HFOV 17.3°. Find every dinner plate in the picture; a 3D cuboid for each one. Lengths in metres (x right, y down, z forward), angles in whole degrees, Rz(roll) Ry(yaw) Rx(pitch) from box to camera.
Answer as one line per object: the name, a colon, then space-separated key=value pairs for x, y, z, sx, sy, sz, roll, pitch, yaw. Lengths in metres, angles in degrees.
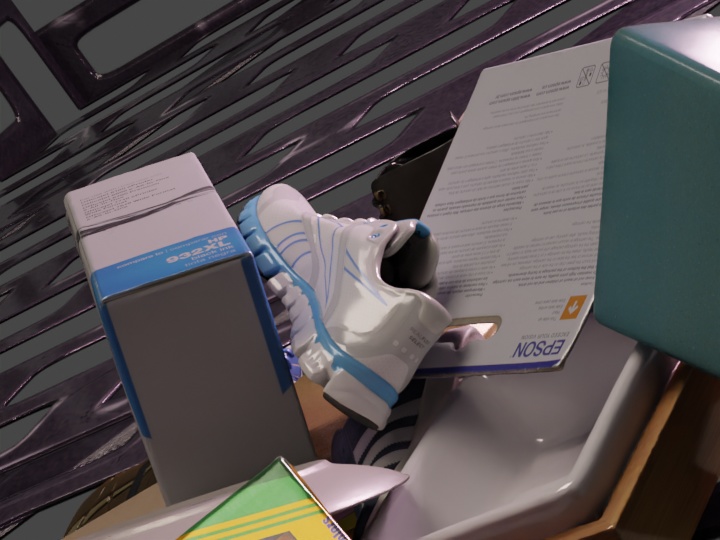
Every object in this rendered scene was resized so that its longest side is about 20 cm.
dinner plate: x=-0.075 y=0.118 z=1.091 sx=0.200 sy=0.024 sz=0.200 roll=-17 pitch=-3 yaw=-1

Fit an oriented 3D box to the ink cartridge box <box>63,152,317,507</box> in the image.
ink cartridge box: x=-0.092 y=0.037 z=1.266 sx=0.084 sy=0.145 sz=0.200 roll=-20 pitch=20 yaw=-6

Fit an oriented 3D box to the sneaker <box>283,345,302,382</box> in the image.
sneaker: x=-0.073 y=0.086 z=1.539 sx=0.200 sy=0.076 sz=0.077 roll=-131 pitch=51 yaw=-74

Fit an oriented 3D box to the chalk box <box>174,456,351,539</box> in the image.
chalk box: x=-0.060 y=0.201 z=0.958 sx=0.200 sy=0.125 sz=0.124 roll=-36 pitch=53 yaw=-9

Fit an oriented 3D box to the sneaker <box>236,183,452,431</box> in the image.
sneaker: x=0.000 y=0.000 z=1.226 sx=0.087 sy=0.075 sz=0.200 roll=-46 pitch=35 yaw=10

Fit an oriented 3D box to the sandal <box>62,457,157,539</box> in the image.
sandal: x=-0.105 y=0.136 z=1.382 sx=0.200 sy=0.054 sz=0.080 roll=-36 pitch=21 yaw=37

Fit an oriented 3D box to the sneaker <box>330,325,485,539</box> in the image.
sneaker: x=0.017 y=0.115 z=1.221 sx=0.084 sy=0.075 sz=0.200 roll=-18 pitch=30 yaw=31

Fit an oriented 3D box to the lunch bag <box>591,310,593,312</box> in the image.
lunch bag: x=0.205 y=-0.051 z=1.274 sx=0.200 sy=0.127 sz=0.170 roll=-41 pitch=9 yaw=29

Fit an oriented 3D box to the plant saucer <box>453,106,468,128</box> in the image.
plant saucer: x=0.070 y=-0.044 z=1.615 sx=0.201 sy=0.037 sz=0.200 roll=-59 pitch=-9 yaw=-16

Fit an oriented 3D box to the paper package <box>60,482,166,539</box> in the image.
paper package: x=-0.156 y=0.226 z=1.252 sx=0.190 sy=0.104 sz=0.200 roll=-30 pitch=15 yaw=20

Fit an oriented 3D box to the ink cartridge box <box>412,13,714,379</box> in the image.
ink cartridge box: x=0.094 y=-0.024 z=1.201 sx=0.199 sy=0.041 sz=0.200 roll=-6 pitch=55 yaw=59

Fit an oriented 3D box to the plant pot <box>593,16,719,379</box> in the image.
plant pot: x=0.217 y=-0.018 z=1.012 sx=0.141 sy=0.142 sz=0.200 roll=-9 pitch=23 yaw=-27

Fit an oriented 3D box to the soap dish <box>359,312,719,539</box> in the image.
soap dish: x=0.095 y=0.100 z=1.114 sx=0.157 sy=0.081 sz=0.200 roll=-26 pitch=16 yaw=35

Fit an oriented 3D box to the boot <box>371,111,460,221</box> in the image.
boot: x=0.022 y=0.003 z=1.506 sx=0.200 sy=0.138 sz=0.077 roll=-35 pitch=13 yaw=8

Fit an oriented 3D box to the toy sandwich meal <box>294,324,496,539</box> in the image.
toy sandwich meal: x=0.024 y=0.084 z=1.388 sx=0.205 sy=0.070 sz=0.205 roll=-32 pitch=11 yaw=7
